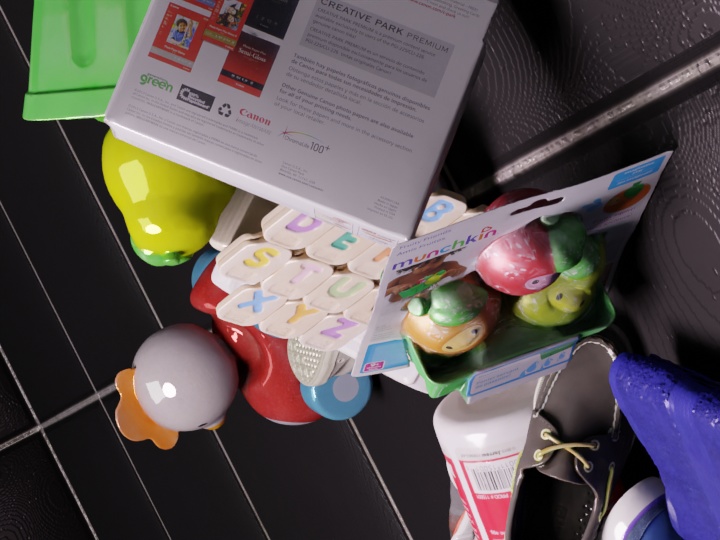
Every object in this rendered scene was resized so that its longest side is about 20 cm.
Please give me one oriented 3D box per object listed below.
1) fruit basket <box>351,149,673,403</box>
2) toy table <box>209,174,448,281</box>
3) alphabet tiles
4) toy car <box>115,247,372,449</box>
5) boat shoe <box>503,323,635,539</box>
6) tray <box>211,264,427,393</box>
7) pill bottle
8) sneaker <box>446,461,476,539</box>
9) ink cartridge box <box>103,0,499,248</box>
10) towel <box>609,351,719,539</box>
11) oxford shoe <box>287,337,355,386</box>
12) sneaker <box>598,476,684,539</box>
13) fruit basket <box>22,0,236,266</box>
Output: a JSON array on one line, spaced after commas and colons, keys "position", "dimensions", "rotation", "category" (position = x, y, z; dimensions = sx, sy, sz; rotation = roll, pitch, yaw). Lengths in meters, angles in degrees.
[{"position": [0.092, 0.006, 1.410], "dimensions": [0.200, 0.185, 0.094], "rotation": [115, 134, -67], "category": "fruit basket"}, {"position": [-0.041, -0.073, 1.663], "dimensions": [0.199, 0.184, 0.117], "rotation": [5, 157, 27], "category": "toy table"}, {"position": [0.000, 0.000, 1.629], "dimensions": [0.195, 0.200, 0.015], "rotation": [-37, 50, 33], "category": "alphabet tiles"}, {"position": [-0.126, 0.095, 2.051], "dimensions": [0.177, 0.200, 0.184], "rotation": [57, 166, -19], "category": "toy car"}, {"position": [0.138, 0.133, 1.525], "dimensions": [0.061, 0.072, 0.202], "rotation": [-42, -36, -73], "category": "boat shoe"}, {"position": [-0.019, 0.028, 1.786], "dimensions": [0.200, 0.022, 0.107], "rotation": [27, 140, 1], "category": "tray"}, {"position": [0.134, 0.171, 1.632], "dimensions": [0.112, 0.112, 0.200], "rotation": [18, 132, 65], "category": "pill bottle"}, {"position": [0.102, 0.163, 1.809], "dimensions": [0.200, 0.077, 0.082], "rotation": [87, 177, -49], "category": "sneaker"}, {"position": [-0.030, -0.130, 1.416], "dimensions": [0.200, 0.176, 0.084], "rotation": [22, 176, 1], "category": "ink cartridge box"}, {"position": [0.241, 0.126, 1.402], "dimensions": [0.200, 0.049, 0.148], "rotation": [24, 144, 61], "category": "towel"}, {"position": [-0.006, 0.024, 1.906], "dimensions": [0.075, 0.058, 0.200], "rotation": [61, 147, 26], "category": "oxford shoe"}, {"position": [0.233, 0.244, 1.539], "dimensions": [0.146, 0.080, 0.200], "rotation": [35, 144, 39], "category": "sneaker"}, {"position": [-0.123, -0.112, 1.589], "dimensions": [0.215, 0.155, 0.216], "rotation": [7, 110, 20], "category": "fruit basket"}]
